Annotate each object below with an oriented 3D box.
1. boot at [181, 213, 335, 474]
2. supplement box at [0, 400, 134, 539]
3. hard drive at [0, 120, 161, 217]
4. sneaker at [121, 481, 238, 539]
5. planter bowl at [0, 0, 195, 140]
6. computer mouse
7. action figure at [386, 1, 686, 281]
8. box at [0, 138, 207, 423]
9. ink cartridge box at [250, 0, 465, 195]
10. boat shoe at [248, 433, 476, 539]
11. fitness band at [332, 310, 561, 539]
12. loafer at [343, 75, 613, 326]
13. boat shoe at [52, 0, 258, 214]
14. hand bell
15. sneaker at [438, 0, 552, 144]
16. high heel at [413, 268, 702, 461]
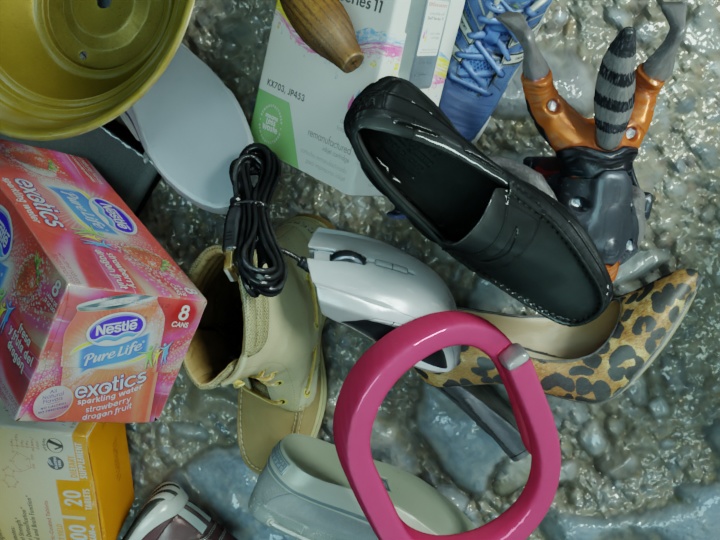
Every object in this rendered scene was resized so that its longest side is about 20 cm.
[{"bbox_3d":[-0.076,0.068,0.746,0.072,0.155,0.203,17,105,18],"label":"boot"},{"bbox_3d":[-0.285,0.144,0.831,0.196,0.074,0.128,5,122,8],"label":"supplement box"},{"bbox_3d":[-0.251,-0.040,0.814,0.139,0.033,0.201,34,107,-1],"label":"hard drive"},{"bbox_3d":[-0.164,0.279,0.865,0.115,0.076,0.201,33,106,-4],"label":"sneaker"},{"bbox_3d":[-0.177,-0.178,0.670,0.197,0.083,0.204,0,90,15],"label":"planter bowl"},{"bbox_3d":[0.000,0.000,0.695,0.198,0.111,0.044,28,129,-27],"label":"computer mouse"},{"bbox_3d":[0.122,-0.062,0.675,0.197,0.105,0.197,-10,114,-17],"label":"action figure"},{"bbox_3d":[-0.197,0.002,0.693,0.200,0.102,0.096,43,114,42],"label":"box"},{"bbox_3d":[0.002,-0.162,0.696,0.116,0.067,0.203,29,112,41],"label":"ink cartridge box"},{"bbox_3d":[0.005,0.187,0.793,0.199,0.070,0.072,29,109,-25],"label":"boat shoe"},{"bbox_3d":[0.061,0.121,0.715,0.142,0.037,0.202,-29,122,-8],"label":"fitness band"},{"bbox_3d":[0.069,-0.030,0.630,0.200,0.071,0.068,40,119,-11],"label":"loafer"},{"bbox_3d":[-0.140,-0.117,0.753,0.074,0.086,0.202,-41,82,-7],"label":"boat shoe"},{"bbox_3d":[-0.059,-0.198,0.665,0.104,0.104,0.201,-40,70,16],"label":"hand bell"},{"bbox_3d":[0.082,-0.169,0.701,0.074,0.077,0.203,15,109,-9],"label":"sneaker"},{"bbox_3d":[0.127,0.032,0.753,0.142,0.072,0.200,44,113,-7],"label":"high heel"}]
